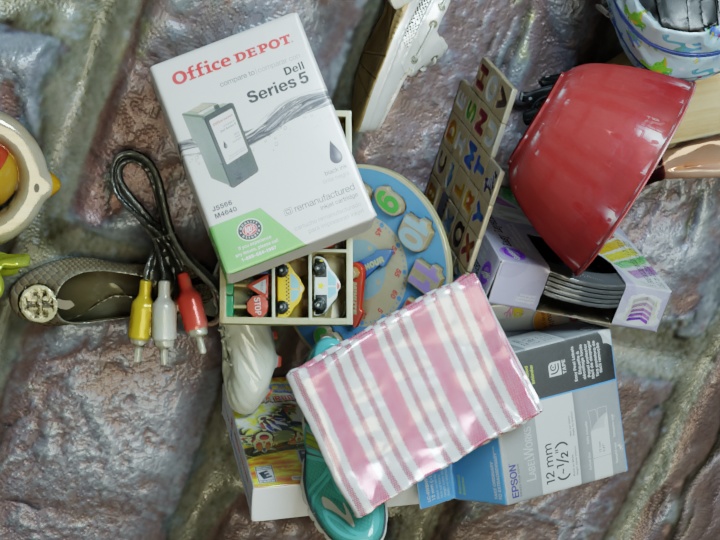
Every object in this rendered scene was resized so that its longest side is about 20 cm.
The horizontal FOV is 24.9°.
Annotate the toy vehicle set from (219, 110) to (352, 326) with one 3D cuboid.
[{"bbox_3d":[-0.069,-0.049,1.517,0.123,0.027,0.202,0,84,-3],"label":"toy vehicle set"}]

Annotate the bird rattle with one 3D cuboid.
[{"bbox_3d":[-0.366,-0.077,1.473,0.163,0.113,0.200,-42,105,-7],"label":"bird rattle"}]

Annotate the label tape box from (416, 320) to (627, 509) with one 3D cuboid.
[{"bbox_3d":[0.146,0.140,1.531,0.199,0.066,0.145,-13,101,-24],"label":"label tape box"}]

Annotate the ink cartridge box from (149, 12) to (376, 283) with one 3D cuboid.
[{"bbox_3d":[-0.089,-0.109,1.465,0.144,0.084,0.201,-21,85,-5],"label":"ink cartridge box"}]

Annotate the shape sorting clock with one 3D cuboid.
[{"bbox_3d":[0.000,0.000,1.548,0.039,0.199,0.201,-12,128,-59],"label":"shape sorting clock"}]

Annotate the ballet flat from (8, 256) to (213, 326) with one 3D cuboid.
[{"bbox_3d":[-0.235,0.024,1.561,0.198,0.046,0.068,-2,116,-15],"label":"ballet flat"}]

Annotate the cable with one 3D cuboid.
[{"bbox_3d":[-0.181,-0.014,1.518,0.096,0.050,0.202,-8,99,7],"label":"cable"}]

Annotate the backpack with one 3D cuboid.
[{"bbox_3d":[0.289,-0.271,1.484,0.162,0.201,0.154,-8,138,-11],"label":"backpack"}]

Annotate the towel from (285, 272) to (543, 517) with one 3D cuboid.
[{"bbox_3d":[0.049,0.110,1.451,0.199,0.030,0.147,-28,94,-10],"label":"towel"}]

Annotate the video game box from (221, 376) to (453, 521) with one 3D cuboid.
[{"bbox_3d":[-0.026,0.167,1.608,0.198,0.182,0.047,-4,118,-14],"label":"video game box"}]

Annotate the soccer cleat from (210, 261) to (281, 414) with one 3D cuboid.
[{"bbox_3d":[-0.116,0.040,1.573,0.077,0.069,0.202,1,101,-43],"label":"soccer cleat"}]

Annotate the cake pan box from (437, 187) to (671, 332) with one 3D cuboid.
[{"bbox_3d":[0.183,-0.015,1.572,0.183,0.200,0.053,9,115,-16],"label":"cake pan box"}]

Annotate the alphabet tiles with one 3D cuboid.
[{"bbox_3d":[0.099,-0.092,1.530,0.007,0.167,0.201,11,111,-17],"label":"alphabet tiles"}]

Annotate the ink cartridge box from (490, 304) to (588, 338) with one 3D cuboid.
[{"bbox_3d":[0.137,0.060,1.636,0.198,0.125,0.130,-4,116,-13],"label":"ink cartridge box"}]

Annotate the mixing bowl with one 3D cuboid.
[{"bbox_3d":[0.200,-0.107,1.450,0.108,0.200,0.201,31,105,2],"label":"mixing bowl"}]

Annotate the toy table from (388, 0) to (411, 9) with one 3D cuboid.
[{"bbox_3d":[-0.015,-0.328,1.419,0.184,0.117,0.200,-39,119,5],"label":"toy table"}]

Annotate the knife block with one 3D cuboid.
[{"bbox_3d":[0.250,-0.148,1.547,0.175,0.199,0.064,-35,124,-31],"label":"knife block"}]

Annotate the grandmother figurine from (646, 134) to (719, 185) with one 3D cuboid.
[{"bbox_3d":[0.298,-0.107,1.619,0.198,0.061,0.121,-11,153,7],"label":"grandmother figurine"}]

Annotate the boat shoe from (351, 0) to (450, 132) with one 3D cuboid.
[{"bbox_3d":[0.050,-0.215,1.514,0.069,0.071,0.201,16,109,-21],"label":"boat shoe"}]

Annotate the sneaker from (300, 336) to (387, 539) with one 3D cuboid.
[{"bbox_3d":[-0.021,0.158,1.490,0.077,0.080,0.202,-9,72,-8],"label":"sneaker"}]
